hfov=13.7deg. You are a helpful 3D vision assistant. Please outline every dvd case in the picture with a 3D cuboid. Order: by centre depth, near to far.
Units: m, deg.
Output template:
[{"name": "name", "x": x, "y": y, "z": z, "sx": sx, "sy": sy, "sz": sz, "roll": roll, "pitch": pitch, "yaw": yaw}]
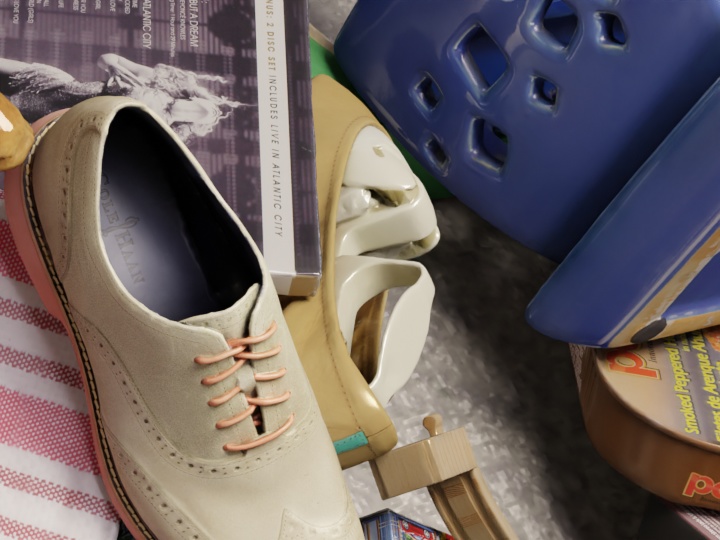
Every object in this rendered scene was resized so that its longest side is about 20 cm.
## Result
[{"name": "dvd case", "x": -0.115, "y": -0.057, "z": 1.066, "sx": 0.200, "sy": 0.016, "sz": 0.149, "roll": 3, "pitch": 49, "yaw": -8}]

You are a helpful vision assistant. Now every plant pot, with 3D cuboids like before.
[{"name": "plant pot", "x": 0.140, "y": -0.090, "z": 1.176, "sx": 0.200, "sy": 0.200, "sz": 0.180, "roll": -11, "pitch": 62, "yaw": -36}]

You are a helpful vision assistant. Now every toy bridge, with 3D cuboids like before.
[{"name": "toy bridge", "x": 0.057, "y": 0.146, "z": 1.057, "sx": 0.067, "sy": 0.027, "sz": 0.200, "roll": -12, "pitch": 83, "yaw": -63}]

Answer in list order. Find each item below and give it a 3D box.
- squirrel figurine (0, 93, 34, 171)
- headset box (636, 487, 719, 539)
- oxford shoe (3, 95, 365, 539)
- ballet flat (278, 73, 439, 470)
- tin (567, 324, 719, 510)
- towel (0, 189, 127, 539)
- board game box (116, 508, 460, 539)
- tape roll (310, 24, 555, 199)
[{"name": "squirrel figurine", "x": -0.242, "y": -0.049, "z": 0.946, "sx": 0.187, "sy": 0.142, "sz": 0.200, "roll": -46, "pitch": 42, "yaw": -8}, {"name": "headset box", "x": 0.209, "y": 0.138, "z": 1.173, "sx": 0.200, "sy": 0.077, "sz": 0.149, "roll": -9, "pitch": 33, "yaw": -35}, {"name": "oxford shoe", "x": -0.049, "y": 0.037, "z": 0.951, "sx": 0.071, "sy": 0.074, "sz": 0.200, "roll": -32, "pitch": 95, "yaw": -23}, {"name": "ballet flat", "x": 0.000, "y": 0.000, "z": 1.090, "sx": 0.200, "sy": 0.063, "sz": 0.069, "roll": -81, "pitch": 151, "yaw": -44}, {"name": "tin", "x": 0.139, "y": 0.031, "z": 1.220, "sx": 0.112, "sy": 0.042, "sz": 0.200, "roll": 11, "pitch": 30, "yaw": -9}, {"name": "towel", "x": -0.149, "y": 0.066, "z": 0.982, "sx": 0.146, "sy": 0.030, "sz": 0.200, "roll": 19, "pitch": 76, "yaw": -4}, {"name": "board game box", "x": -0.003, "y": 0.183, "z": 1.028, "sx": 0.200, "sy": 0.062, "sz": 0.200, "roll": 27, "pitch": 50, "yaw": -49}, {"name": "tape roll", "x": 0.004, "y": -0.126, "z": 1.294, "sx": 0.200, "sy": 0.048, "sz": 0.201, "roll": 15, "pitch": 53, "yaw": -21}]
